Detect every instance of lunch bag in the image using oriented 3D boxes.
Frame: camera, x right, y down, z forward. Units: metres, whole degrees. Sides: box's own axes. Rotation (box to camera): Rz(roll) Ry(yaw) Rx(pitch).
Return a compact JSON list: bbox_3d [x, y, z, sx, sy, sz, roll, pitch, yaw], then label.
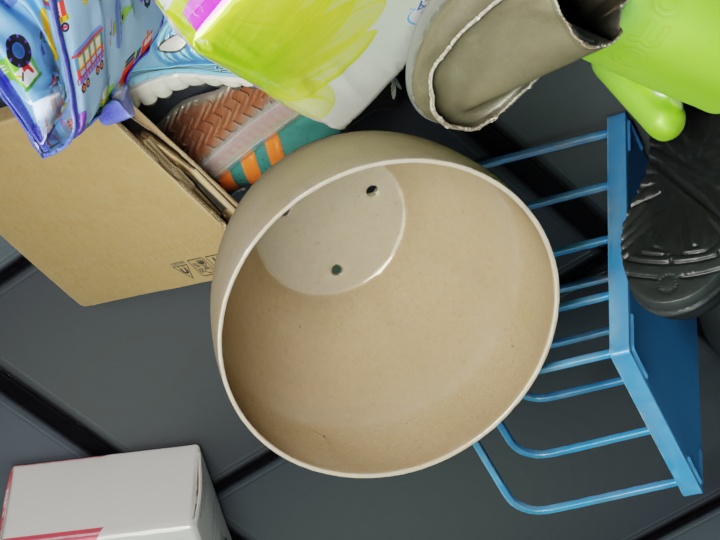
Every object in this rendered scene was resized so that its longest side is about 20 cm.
[{"bbox_3d":[-0.164,-0.170,1.498,0.094,0.151,0.201,-11,117,23],"label":"lunch bag"}]

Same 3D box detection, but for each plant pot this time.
[{"bbox_3d":[0.000,0.000,1.590,0.199,0.135,0.201,-7,118,-14],"label":"plant pot"}]

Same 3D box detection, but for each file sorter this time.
[{"bbox_3d":[0.133,0.032,1.709,0.122,0.201,0.139,-15,133,19],"label":"file sorter"}]

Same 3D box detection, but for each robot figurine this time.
[{"bbox_3d":[0.192,-0.156,1.575,0.199,0.116,0.176,19,121,-18],"label":"robot figurine"}]

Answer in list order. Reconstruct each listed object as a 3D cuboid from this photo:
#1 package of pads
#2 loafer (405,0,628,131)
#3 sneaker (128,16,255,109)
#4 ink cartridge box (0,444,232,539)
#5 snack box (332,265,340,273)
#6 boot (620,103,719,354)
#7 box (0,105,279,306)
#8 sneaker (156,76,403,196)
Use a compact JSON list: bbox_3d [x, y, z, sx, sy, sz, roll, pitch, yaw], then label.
[{"bbox_3d":[-0.016,-0.162,1.478,0.155,0.068,0.200,-45,155,11],"label":"package of pads"},{"bbox_3d":[0.097,-0.142,1.477,0.075,0.070,0.200,16,128,-35],"label":"loafer"},{"bbox_3d":[-0.094,-0.155,1.609,0.199,0.079,0.090,-16,130,16],"label":"sneaker"},{"bbox_3d":[-0.163,0.226,1.989,0.145,0.085,0.200,-7,133,8],"label":"ink cartridge box"},{"bbox_3d":[0.001,0.039,1.831,0.116,0.037,0.200,-9,135,9],"label":"snack box"},{"bbox_3d":[0.220,-0.002,1.675,0.076,0.201,0.168,-10,132,20],"label":"boot"},{"bbox_3d":[-0.165,-0.045,1.692,0.163,0.021,0.200,44,148,-27],"label":"box"},{"bbox_3d":[-0.059,-0.078,1.690,0.080,0.072,0.200,31,134,-34],"label":"sneaker"}]
